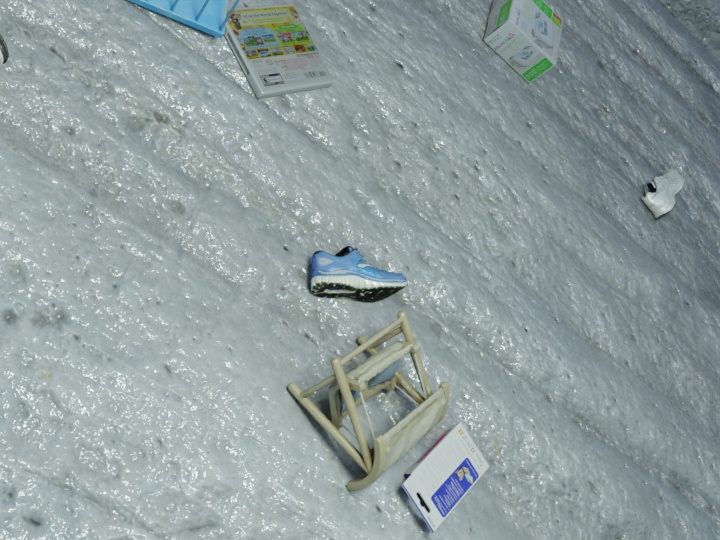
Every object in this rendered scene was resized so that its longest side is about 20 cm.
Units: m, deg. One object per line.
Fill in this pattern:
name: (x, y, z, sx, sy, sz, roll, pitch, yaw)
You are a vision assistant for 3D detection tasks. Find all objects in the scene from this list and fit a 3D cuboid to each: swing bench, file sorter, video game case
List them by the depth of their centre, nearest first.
swing bench: (0.030, 0.206, 1.416, 0.199, 0.129, 0.201, -31, 88, -47)
file sorter: (-0.304, -0.526, 1.545, 0.199, 0.123, 0.140, 17, 56, -27)
video game case: (-0.161, -0.420, 1.697, 0.199, 0.023, 0.183, -22, 81, -45)

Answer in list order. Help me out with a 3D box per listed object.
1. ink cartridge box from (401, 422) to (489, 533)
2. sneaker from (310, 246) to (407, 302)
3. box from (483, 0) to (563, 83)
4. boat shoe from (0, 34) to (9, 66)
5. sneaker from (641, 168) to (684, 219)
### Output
ink cartridge box: (0.137, 0.346, 1.496, 0.095, 0.037, 0.200, 57, 41, -1)
sneaker: (0.000, 0.000, 1.549, 0.199, 0.078, 0.090, 9, 62, -38)
box: (0.414, -0.611, 2.268, 0.176, 0.096, 0.201, 38, 47, -22)
boat shoe: (-0.563, -0.380, 1.284, 0.200, 0.074, 0.060, 49, 48, 4)
sneaker: (0.816, -0.225, 2.414, 0.087, 0.074, 0.200, 43, 44, -7)
